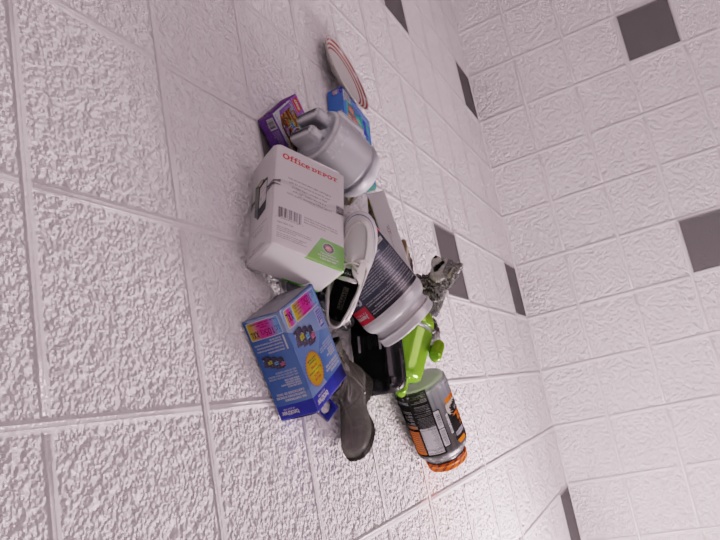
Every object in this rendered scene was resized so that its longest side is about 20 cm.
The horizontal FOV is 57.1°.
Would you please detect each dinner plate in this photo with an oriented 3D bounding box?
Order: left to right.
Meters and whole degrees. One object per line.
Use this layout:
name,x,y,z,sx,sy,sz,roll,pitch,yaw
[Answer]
dinner plate,-0.038,-0.485,1.642,0.201,0.024,0.202,51,23,-31

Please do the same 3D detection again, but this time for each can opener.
can opener,-0.075,0.052,1.204,0.053,0.067,0.200,40,-6,41

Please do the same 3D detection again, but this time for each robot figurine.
robot figurine,-0.041,-0.216,1.246,0.199,0.111,0.173,36,62,-36
robot figurine,0.087,0.154,1.377,0.116,0.171,0.204,78,28,-71

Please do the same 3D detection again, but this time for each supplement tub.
supplement tub,0.027,0.024,1.233,0.201,0.140,0.140,50,26,-4
supplement tub,0.161,0.331,1.465,0.204,0.120,0.123,69,23,-12

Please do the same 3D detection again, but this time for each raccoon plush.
raccoon plush,0.193,0.064,1.532,0.203,0.131,0.097,64,23,-23

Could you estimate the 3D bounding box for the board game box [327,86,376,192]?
board game box,-0.020,-0.306,1.566,0.152,0.044,0.205,40,39,-54

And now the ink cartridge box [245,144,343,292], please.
ink cartridge box,-0.106,-0.087,1.110,0.143,0.084,0.204,21,52,-30

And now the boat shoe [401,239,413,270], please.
boat shoe,0.099,0.005,1.606,0.065,0.071,0.202,53,24,-29

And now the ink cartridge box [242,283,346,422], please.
ink cartridge box,-0.095,0.143,1.059,0.204,0.075,0.136,71,23,-10

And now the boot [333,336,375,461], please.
boot,-0.034,0.225,1.174,0.131,0.067,0.202,52,24,-33

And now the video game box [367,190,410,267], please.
video game box,0.062,-0.042,1.453,0.183,0.046,0.204,81,-8,-66

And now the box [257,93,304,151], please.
box,-0.119,-0.227,1.293,0.203,0.038,0.138,65,25,-21

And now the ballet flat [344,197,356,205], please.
ballet flat,-0.027,-0.178,1.423,0.200,0.066,0.077,-62,166,-88

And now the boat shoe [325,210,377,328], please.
boat shoe,-0.021,0.001,1.127,0.066,0.070,0.204,-68,178,-74

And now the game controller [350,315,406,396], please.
game controller,0.032,0.144,1.311,0.042,0.102,0.205,39,40,-58
